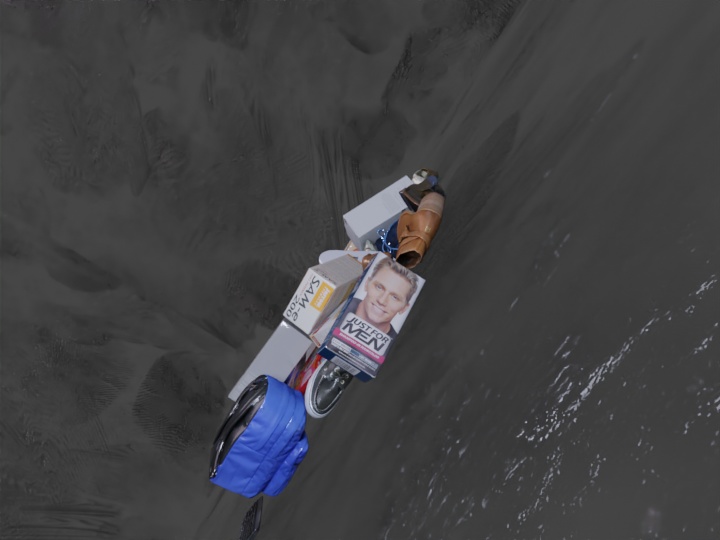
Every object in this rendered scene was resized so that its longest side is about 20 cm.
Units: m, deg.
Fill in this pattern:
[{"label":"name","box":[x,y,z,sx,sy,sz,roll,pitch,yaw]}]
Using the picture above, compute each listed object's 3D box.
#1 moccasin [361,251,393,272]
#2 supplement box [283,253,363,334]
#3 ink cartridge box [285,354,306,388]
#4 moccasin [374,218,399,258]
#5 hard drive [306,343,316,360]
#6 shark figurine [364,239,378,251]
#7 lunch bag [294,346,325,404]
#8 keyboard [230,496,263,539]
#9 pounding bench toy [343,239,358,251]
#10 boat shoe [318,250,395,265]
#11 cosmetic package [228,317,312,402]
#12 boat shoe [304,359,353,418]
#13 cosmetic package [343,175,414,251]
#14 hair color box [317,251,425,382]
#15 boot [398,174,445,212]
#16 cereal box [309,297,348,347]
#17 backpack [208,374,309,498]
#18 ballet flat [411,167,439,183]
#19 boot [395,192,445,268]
[{"label":"moccasin","box":[0.032,0.013,1.301,0.201,0.077,0.074,66,-149,-76]},{"label":"supplement box","box":[-0.068,0.046,1.321,0.126,0.073,0.200,-59,-14,20]},{"label":"ink cartridge box","box":[-0.160,0.298,1.361,0.198,0.043,0.201,-68,-16,-70]},{"label":"moccasin","box":[0.068,-0.053,1.521,0.200,0.068,0.081,116,146,-41]},{"label":"hard drive","box":[-0.081,0.171,1.524,0.200,0.026,0.132,-48,15,-28]},{"label":"shark figurine","box":[0.016,0.047,1.513,0.089,0.128,0.215,8,-62,-59]},{"label":"lunch bag","box":[-0.057,0.190,1.314,0.176,0.082,0.200,-51,9,29]},{"label":"keyboard","box":[-0.242,0.545,1.255,0.127,0.021,0.200,-58,3,-7]},{"label":"pounding bench toy","box":[0.003,-0.010,1.685,0.200,0.124,0.156,-59,5,-7]},{"label":"boat shoe","box":[0.000,0.000,1.441,0.068,0.199,0.072,77,-157,-47]},{"label":"cosmetic package","box":[-0.191,0.206,1.323,0.200,0.090,0.107,-57,3,-4]},{"label":"boat shoe","box":[-0.043,0.191,1.179,0.057,0.069,0.200,-33,24,56]},{"label":"cosmetic package","box":[0.060,-0.139,1.554,0.200,0.081,0.113,-35,-22,-7]},{"label":"hair color box","box":[0.020,0.078,1.040,0.200,0.100,0.061,-60,6,-25]},{"label":"boot","box":[0.152,-0.177,1.401,0.097,0.075,0.200,-34,20,3]},{"label":"cereal box","box":[-0.005,0.080,1.214,0.144,0.040,0.200,-43,9,-36]},{"label":"backpack","box":[-0.182,0.313,1.180,0.200,0.168,0.162,-61,20,2]},{"label":"ballet flat","box":[0.178,-0.245,1.704,0.068,0.072,0.200,-56,5,29]},{"label":"boot","box":[0.104,-0.059,1.278,0.200,0.074,0.155,120,174,-61]}]
